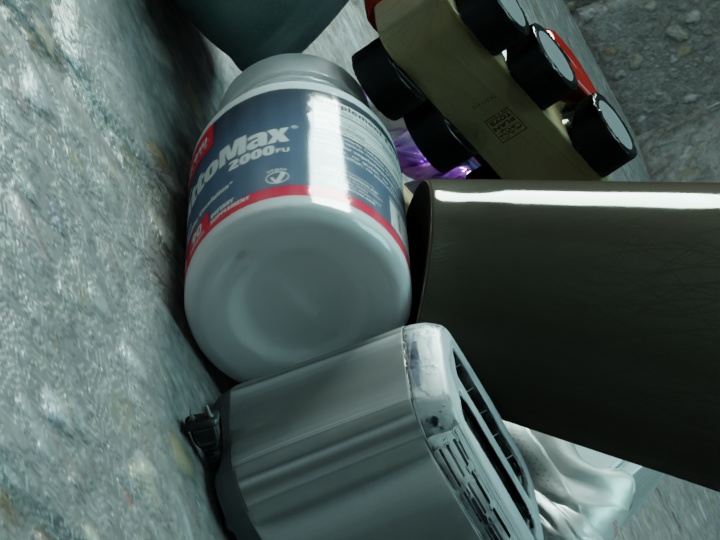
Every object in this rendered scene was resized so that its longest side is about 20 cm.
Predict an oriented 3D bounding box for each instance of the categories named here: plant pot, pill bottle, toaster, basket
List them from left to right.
[{"bbox_3d":[-0.061,-0.234,1.497,0.134,0.200,0.200,34,23,-17],"label":"plant pot"},{"bbox_3d":[-0.036,-0.034,1.344,0.200,0.120,0.120,-94,158,-58],"label":"pill bottle"},{"bbox_3d":[0.011,0.112,1.252,0.200,0.129,0.114,59,13,-32],"label":"toaster"},{"bbox_3d":[0.122,0.023,1.325,0.136,0.200,0.180,121,-24,-69],"label":"basket"}]

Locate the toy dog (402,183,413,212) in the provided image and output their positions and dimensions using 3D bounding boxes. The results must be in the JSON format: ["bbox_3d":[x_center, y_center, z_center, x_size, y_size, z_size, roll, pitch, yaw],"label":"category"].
[{"bbox_3d":[0.000,0.000,1.443,0.096,0.132,0.200,41,-7,-29],"label":"toy dog"}]

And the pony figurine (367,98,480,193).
[{"bbox_3d":[0.025,-0.084,1.600,0.200,0.193,0.167,48,-20,44],"label":"pony figurine"}]

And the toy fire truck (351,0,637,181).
[{"bbox_3d":[0.058,-0.135,1.481,0.176,0.129,0.200,44,23,-34],"label":"toy fire truck"}]

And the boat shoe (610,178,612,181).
[{"bbox_3d":[0.091,0.006,1.616,0.060,0.200,0.076,40,26,-30],"label":"boat shoe"}]

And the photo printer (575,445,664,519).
[{"bbox_3d":[0.152,0.135,1.628,0.069,0.166,0.200,44,-33,13],"label":"photo printer"}]

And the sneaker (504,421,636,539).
[{"bbox_3d":[0.074,0.109,1.454,0.200,0.099,0.078,33,-36,17],"label":"sneaker"}]
